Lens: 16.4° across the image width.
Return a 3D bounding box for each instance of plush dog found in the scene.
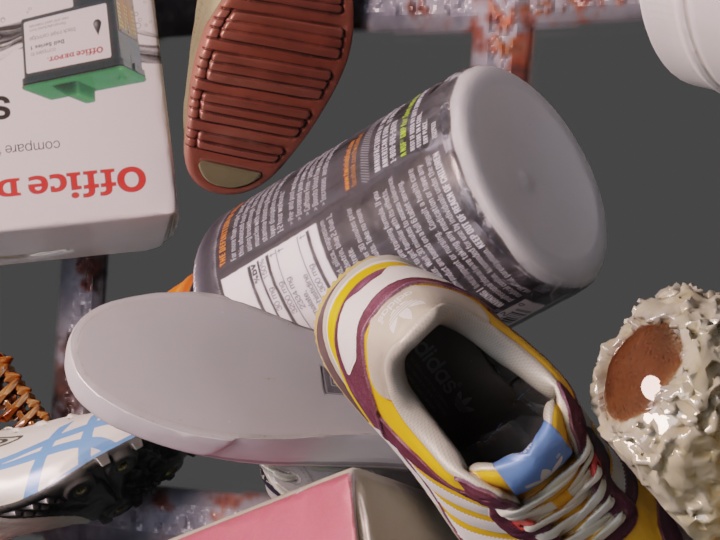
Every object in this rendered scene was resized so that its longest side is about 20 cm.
[{"bbox_3d":[0.210,0.070,0.913,0.172,0.160,0.200,-41,51,7],"label":"plush dog"}]

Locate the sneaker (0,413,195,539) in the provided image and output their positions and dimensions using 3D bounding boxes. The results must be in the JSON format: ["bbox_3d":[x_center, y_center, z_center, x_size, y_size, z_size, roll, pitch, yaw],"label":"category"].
[{"bbox_3d":[-0.170,0.097,1.189,0.199,0.072,0.073,-22,66,1],"label":"sneaker"}]

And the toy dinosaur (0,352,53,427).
[{"bbox_3d":[-0.239,0.060,1.276,0.200,0.102,0.136,10,78,53],"label":"toy dinosaur"}]

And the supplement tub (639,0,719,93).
[{"bbox_3d":[0.217,-0.115,0.910,0.199,0.132,0.133,16,96,37],"label":"supplement tub"}]

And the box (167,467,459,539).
[{"bbox_3d":[-0.037,0.173,1.042,0.200,0.128,0.109,-24,60,31],"label":"box"}]

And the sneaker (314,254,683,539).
[{"bbox_3d":[0.063,0.079,0.950,0.075,0.200,0.090,-48,19,-4],"label":"sneaker"}]

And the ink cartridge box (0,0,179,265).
[{"bbox_3d":[-0.168,-0.107,1.184,0.084,0.145,0.201,134,129,-79],"label":"ink cartridge box"}]

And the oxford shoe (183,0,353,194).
[{"bbox_3d":[-0.043,-0.135,1.164,0.074,0.071,0.201,37,111,60],"label":"oxford shoe"}]

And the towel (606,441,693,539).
[{"bbox_3d":[0.113,0.166,1.036,0.144,0.023,0.201,-12,79,37],"label":"towel"}]

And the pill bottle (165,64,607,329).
[{"bbox_3d":[0.000,0.000,1.083,0.200,0.106,0.107,-29,70,32],"label":"pill bottle"}]

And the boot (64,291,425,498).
[{"bbox_3d":[-0.030,0.069,1.024,0.096,0.199,0.074,117,157,-49],"label":"boot"}]
